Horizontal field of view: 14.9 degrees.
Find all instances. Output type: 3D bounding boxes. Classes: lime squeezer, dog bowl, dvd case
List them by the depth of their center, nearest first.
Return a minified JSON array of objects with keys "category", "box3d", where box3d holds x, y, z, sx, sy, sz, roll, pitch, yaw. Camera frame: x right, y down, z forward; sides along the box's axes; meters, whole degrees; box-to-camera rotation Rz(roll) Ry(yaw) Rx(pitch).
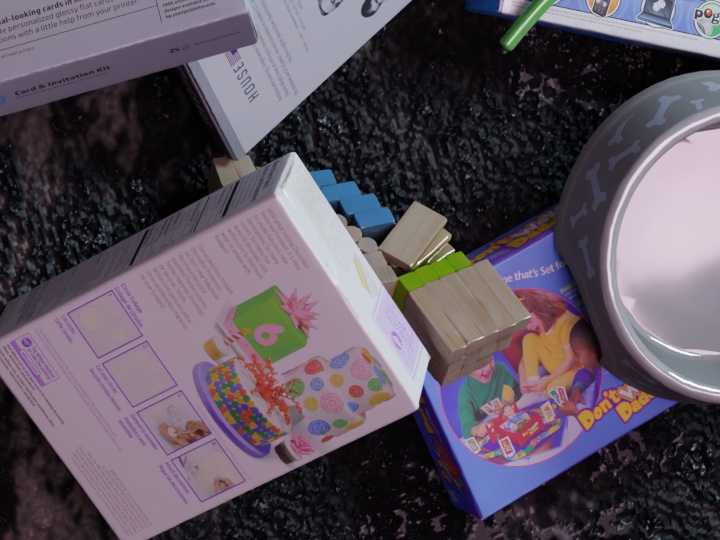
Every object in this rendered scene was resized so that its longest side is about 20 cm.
[{"category":"dvd case","box3d":[-0.027,-0.174,1.517,0.200,0.025,0.151,-43,142,-13]},{"category":"lime squeezer","box3d":[0.164,-0.186,1.574,0.199,0.038,0.071,-18,134,-19]},{"category":"dog bowl","box3d":[0.214,-0.014,1.595,0.199,0.059,0.201,-2,100,-13]}]

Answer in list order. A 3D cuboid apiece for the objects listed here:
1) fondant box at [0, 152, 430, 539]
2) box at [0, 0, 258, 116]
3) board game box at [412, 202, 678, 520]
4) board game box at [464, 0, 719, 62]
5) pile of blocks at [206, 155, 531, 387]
[{"category":"fondant box","box3d":[-0.083,0.046,1.495,0.199,0.058,0.145,-26,110,23]},{"category":"box","box3d":[-0.151,-0.191,1.425,0.155,0.041,0.201,-15,68,0]},{"category":"board game box","box3d":[0.120,0.039,1.634,0.199,0.045,0.135,-29,106,-16]},{"category":"board game box","box3d":[0.176,-0.231,1.615,0.199,0.056,0.197,10,93,-22]},{"category":"pile of blocks","box3d":[0.000,0.000,1.558,0.199,0.062,0.082,32,50,12]}]
